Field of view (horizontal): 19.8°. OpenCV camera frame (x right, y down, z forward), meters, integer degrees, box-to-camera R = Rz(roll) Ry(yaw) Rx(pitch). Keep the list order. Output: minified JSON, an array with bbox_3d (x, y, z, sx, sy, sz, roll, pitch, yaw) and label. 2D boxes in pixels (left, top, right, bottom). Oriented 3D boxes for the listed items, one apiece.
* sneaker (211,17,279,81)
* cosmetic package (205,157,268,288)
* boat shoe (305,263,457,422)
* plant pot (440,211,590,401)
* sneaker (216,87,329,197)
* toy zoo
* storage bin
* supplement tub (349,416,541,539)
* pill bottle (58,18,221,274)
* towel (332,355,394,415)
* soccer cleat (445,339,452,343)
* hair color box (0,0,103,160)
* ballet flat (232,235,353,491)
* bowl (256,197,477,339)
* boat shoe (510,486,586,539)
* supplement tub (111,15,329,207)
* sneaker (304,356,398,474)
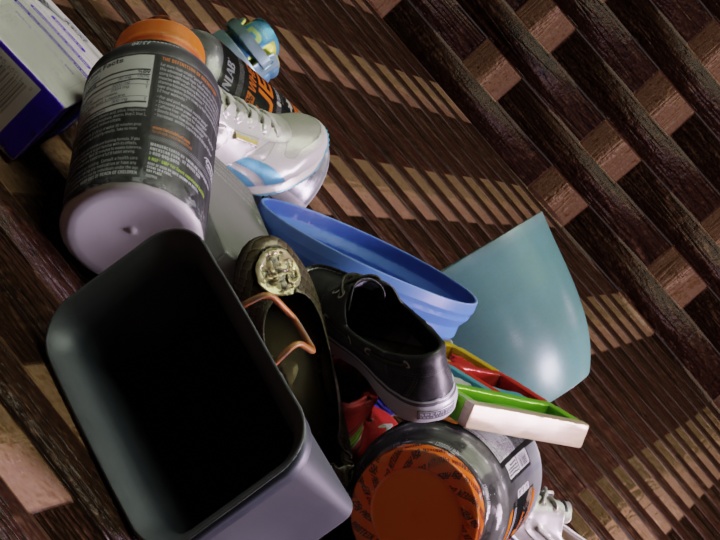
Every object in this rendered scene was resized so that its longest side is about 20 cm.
[{"bbox_3d":[-0.147,-0.193,1.948,0.080,0.130,0.200,51,13,8],"label":"sneaker"},{"bbox_3d":[-0.122,-0.014,1.588,0.107,0.090,0.200,43,10,-38],"label":"cosmetic package"},{"bbox_3d":[0.006,0.036,1.519,0.200,0.069,0.067,-132,-148,-50],"label":"boat shoe"},{"bbox_3d":[0.129,0.063,2.000,0.162,0.200,0.201,60,13,1],"label":"plant pot"},{"bbox_3d":[-0.111,-0.111,1.710,0.199,0.081,0.077,-8,38,-31],"label":"sneaker"},{"bbox_3d":[0.066,0.080,1.593,0.131,0.021,0.200,14,12,-41],"label":"toy zoo"},{"bbox_3d":[-0.085,0.090,1.308,0.200,0.145,0.134,57,5,34],"label":"storage bin"},{"bbox_3d":[0.063,0.166,1.554,0.123,0.122,0.200,49,15,7],"label":"supplement tub"},{"bbox_3d":[-0.158,-0.096,1.525,0.106,0.106,0.201,40,36,-33],"label":"pill bottle"},{"bbox_3d":[-0.046,0.032,1.724,0.200,0.050,0.148,44,7,33],"label":"towel"},{"bbox_3d":[0.009,0.023,1.871,0.200,0.085,0.069,54,4,-19],"label":"soccer cleat"},{"bbox_3d":[-0.261,-0.158,1.600,0.109,0.065,0.200,47,14,-4],"label":"hair color box"},{"bbox_3d":[-0.042,0.072,1.488,0.046,0.067,0.202,-4,-80,61],"label":"ballet flat"},{"bbox_3d":[0.000,0.000,1.703,0.200,0.040,0.201,25,8,-4],"label":"bowl"},{"bbox_3d":[0.157,0.225,1.855,0.200,0.070,0.071,44,13,-22],"label":"boat shoe"},{"bbox_3d":[-0.131,-0.128,1.822,0.200,0.122,0.123,39,15,-36],"label":"supplement tub"},{"bbox_3d":[-0.009,0.109,1.602,0.077,0.085,0.200,55,14,27],"label":"sneaker"}]
